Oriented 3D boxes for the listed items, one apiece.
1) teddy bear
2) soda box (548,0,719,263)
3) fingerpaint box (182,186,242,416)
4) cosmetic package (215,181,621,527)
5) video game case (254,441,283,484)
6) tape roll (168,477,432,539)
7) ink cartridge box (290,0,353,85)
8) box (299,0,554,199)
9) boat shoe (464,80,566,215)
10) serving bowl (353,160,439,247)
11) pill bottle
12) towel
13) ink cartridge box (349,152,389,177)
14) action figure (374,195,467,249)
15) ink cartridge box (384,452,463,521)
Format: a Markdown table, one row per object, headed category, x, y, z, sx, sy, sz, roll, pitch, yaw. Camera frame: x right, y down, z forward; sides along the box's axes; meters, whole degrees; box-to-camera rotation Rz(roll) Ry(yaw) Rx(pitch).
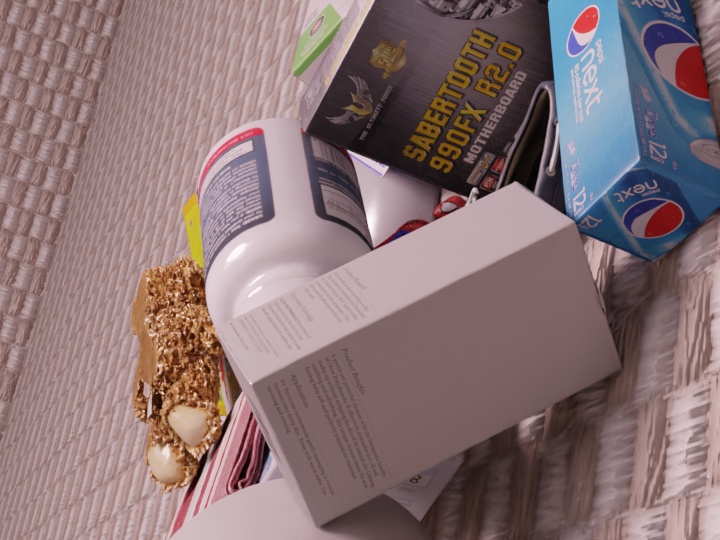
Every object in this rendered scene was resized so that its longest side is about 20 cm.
| category | x | y | z | sx | sy | sz | roll | pitch | yaw |
| --- | --- | --- | --- | --- | --- | --- | --- | --- | --- |
| teddy bear | -0.141 | 0.082 | 1.080 | 0.200 | 0.067 | 0.145 | -119 | 42 | -56 |
| soda box | 0.161 | -0.107 | 0.795 | 0.068 | 0.064 | 0.200 | -49 | 29 | 43 |
| fingerpaint box | -0.097 | 0.025 | 1.179 | 0.167 | 0.073 | 0.200 | 156 | 104 | -76 |
| cosmetic package | 0.034 | 0.045 | 0.760 | 0.085 | 0.200 | 0.108 | 45 | 158 | 62 |
| video game case | -0.074 | 0.143 | 0.993 | 0.200 | 0.022 | 0.182 | -57 | 9 | 31 |
| tape roll | -0.027 | 0.239 | 0.764 | 0.203 | 0.203 | 0.139 | -65 | 22 | 14 |
| ink cartridge box | 0.028 | -0.246 | 1.098 | 0.145 | 0.084 | 0.200 | -41 | 29 | 41 |
| box | 0.070 | -0.160 | 0.940 | 0.200 | 0.158 | 0.048 | -59 | 23 | 26 |
| boat shoe | 0.102 | -0.029 | 0.875 | 0.200 | 0.062 | 0.075 | -63 | 27 | 24 |
| serving bowl | -0.009 | -0.033 | 1.159 | 0.200 | 0.066 | 0.200 | -53 | 25 | 40 |
| pill bottle | -0.049 | -0.006 | 0.922 | 0.120 | 0.119 | 0.200 | -58 | 26 | 30 |
| towel | -0.109 | 0.164 | 0.991 | 0.200 | 0.023 | 0.144 | -56 | 12 | 42 |
| ink cartridge box | 0.053 | -0.173 | 1.125 | 0.200 | 0.043 | 0.198 | -58 | 22 | 5 |
| action figure | 0.000 | 0.000 | 1.043 | 0.200 | 0.052 | 0.065 | -29 | 1 | 14 |
| ink cartridge box | 0.010 | 0.118 | 0.917 | 0.160 | 0.047 | 0.200 | -91 | 20 | -45 |
